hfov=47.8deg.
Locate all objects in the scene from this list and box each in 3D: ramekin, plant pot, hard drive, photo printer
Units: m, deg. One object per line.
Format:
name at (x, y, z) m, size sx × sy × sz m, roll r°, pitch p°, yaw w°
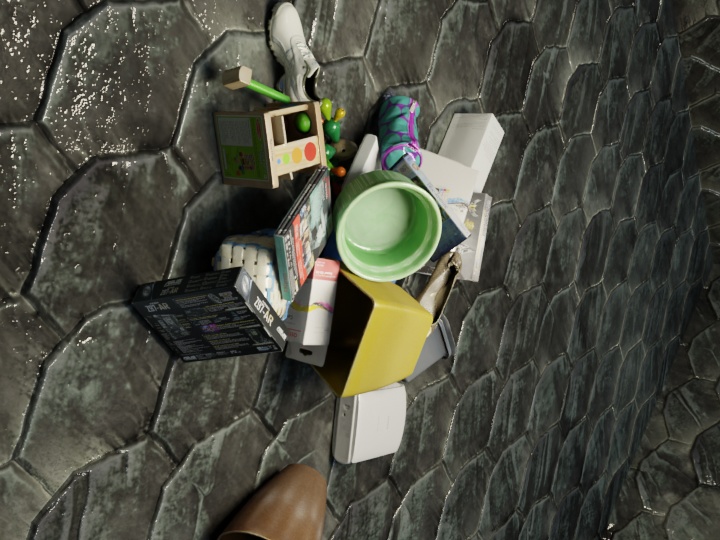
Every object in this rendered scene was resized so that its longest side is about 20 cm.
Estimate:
ramekin at (0.042, -0.089, 1.513) m, size 0.199 × 0.098 × 0.201 m, roll -7°, pitch 120°, yaw -12°
plant pot at (0.017, 0.111, 1.558) m, size 0.176 × 0.200 × 0.201 m, roll 8°, pitch 111°, yaw -35°
hard drive at (0.008, -0.166, 1.638) m, size 0.200 × 0.026 × 0.132 m, roll 74°, pitch 37°, yaw -67°
photo printer at (0.028, 0.329, 1.788) m, size 0.200 × 0.069 × 0.167 m, roll 3°, pitch 95°, yaw -52°
plant pot at (-0.144, 0.471, 1.535) m, size 0.200 × 0.186 × 0.187 m, roll -61°, pitch 139°, yaw -46°

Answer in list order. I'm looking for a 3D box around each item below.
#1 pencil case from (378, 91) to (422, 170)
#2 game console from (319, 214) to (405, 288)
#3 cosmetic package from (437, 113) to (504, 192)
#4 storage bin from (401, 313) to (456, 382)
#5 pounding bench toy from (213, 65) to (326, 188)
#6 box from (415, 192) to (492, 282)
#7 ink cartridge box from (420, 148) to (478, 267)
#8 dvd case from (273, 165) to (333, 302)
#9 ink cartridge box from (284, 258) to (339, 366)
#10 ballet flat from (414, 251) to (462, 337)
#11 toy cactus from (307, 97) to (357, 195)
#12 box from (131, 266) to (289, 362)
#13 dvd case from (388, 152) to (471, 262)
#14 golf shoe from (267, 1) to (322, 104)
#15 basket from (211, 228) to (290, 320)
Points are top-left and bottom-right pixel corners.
pencil case at (0.082, -0.279, 1.666) m, size 0.085 × 0.092 × 0.200 m, roll 32°, pitch 36°, yaw -27°
game console at (0.000, 0.000, 1.613) m, size 0.116 × 0.175 × 0.201 m, roll -50°, pitch 164°, yaw -74°
cosmetic package at (0.249, -0.270, 1.924) m, size 0.081 × 0.113 × 0.201 m, roll 41°, pitch 66°, yaw -47°
storage bin at (0.079, 0.143, 1.730) m, size 0.134 × 0.200 × 0.146 m, roll -38°, pitch 125°, yaw -30°
pounding bench toy at (-0.153, -0.258, 1.406) m, size 0.156 × 0.124 × 0.201 m, roll -26°, pitch 116°, yaw -47°
box at (0.205, -0.082, 1.861) m, size 0.048 × 0.158 × 0.201 m, roll 12°, pitch 88°, yaw -62°
ink cartridge box at (0.142, -0.132, 1.744) m, size 0.144 × 0.147 × 0.201 m, roll 20°, pitch 78°, yaw -7°
dvd case at (-0.093, -0.065, 1.392) m, size 0.146 × 0.022 × 0.200 m, roll 86°, pitch 23°, yaw -43°
ink cartridge box at (-0.113, 0.073, 1.522) m, size 0.067 × 0.116 × 0.201 m, roll 7°, pitch 91°, yaw -46°
ballet flat at (0.153, 0.053, 1.636) m, size 0.067 × 0.046 × 0.201 m, roll 30°, pitch 85°, yaw -23°
toy cactus at (-0.051, -0.236, 1.578) m, size 0.165 × 0.102 × 0.201 m, roll -20°, pitch 104°, yaw -59°
box at (-0.238, 0.075, 1.300) m, size 0.160 × 0.199 × 0.044 m, roll 59°, pitch 33°, yaw -38°
dvd case at (0.117, -0.119, 1.590) m, size 0.018 × 0.143 × 0.200 m, roll -38°, pitch 89°, yaw -30°
golf shoe at (-0.107, -0.383, 1.465) m, size 0.078 × 0.097 × 0.201 m, roll -25°, pitch 114°, yaw -45°
basket at (-0.184, 0.011, 1.423) m, size 0.200 × 0.139 × 0.177 m, roll -1°, pitch 96°, yaw -79°
